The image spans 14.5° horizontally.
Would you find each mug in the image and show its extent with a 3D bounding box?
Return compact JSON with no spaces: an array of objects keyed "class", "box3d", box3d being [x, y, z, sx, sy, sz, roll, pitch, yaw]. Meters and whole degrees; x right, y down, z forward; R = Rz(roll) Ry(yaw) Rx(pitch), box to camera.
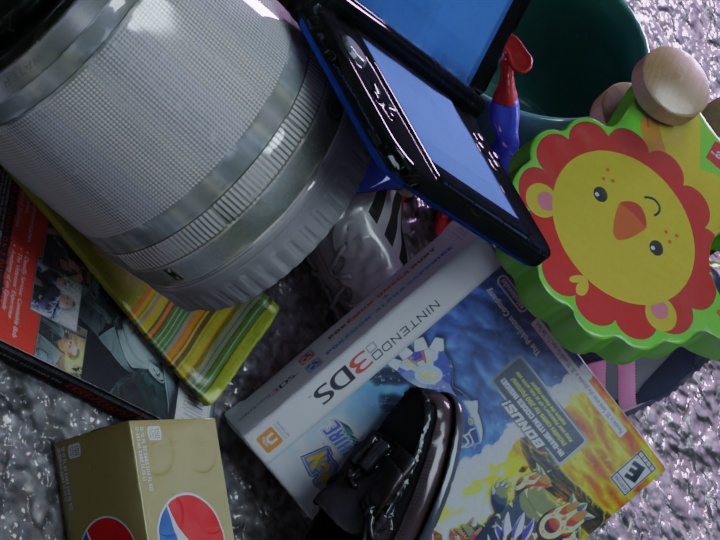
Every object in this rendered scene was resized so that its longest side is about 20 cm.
[{"class":"mug","box3d":[0.091,-0.122,1.782,0.152,0.114,0.185,5,48,-15]}]

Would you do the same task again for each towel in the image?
[{"class":"towel","box3d":[-0.123,-0.023,1.558,0.200,0.018,0.086,51,44,-22]}]

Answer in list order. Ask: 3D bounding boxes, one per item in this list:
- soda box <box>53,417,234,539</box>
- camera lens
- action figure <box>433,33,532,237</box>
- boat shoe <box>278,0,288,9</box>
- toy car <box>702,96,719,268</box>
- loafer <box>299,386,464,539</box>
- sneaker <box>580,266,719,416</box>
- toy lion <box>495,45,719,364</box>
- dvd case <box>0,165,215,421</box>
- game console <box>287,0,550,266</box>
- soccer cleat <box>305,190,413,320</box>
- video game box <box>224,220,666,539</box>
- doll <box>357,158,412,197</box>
[{"class":"soda box","box3d":[-0.105,0.182,1.502,0.068,0.064,0.200,2,74,-49]},{"class":"camera lens","box3d":[-0.110,-0.095,1.468,0.200,0.160,0.160,42,48,-27]},{"class":"action figure","box3d":[0.074,-0.048,1.690,0.200,0.065,0.052,86,-11,-46]},{"class":"boat shoe","box3d":[-0.014,-0.163,1.661,0.066,0.074,0.200,2,42,-37]},{"class":"toy car","box3d":[0.258,-0.070,1.890,0.158,0.200,0.164,7,71,-59]},{"class":"loafer","box3d":[-0.007,0.152,1.570,0.063,0.072,0.200,24,92,-25]},{"class":"sneaker","box3d":[0.136,0.050,1.721,0.082,0.200,0.070,34,33,-35]},{"class":"toy lion","box3d":[0.176,-0.018,1.637,0.200,0.069,0.192,38,55,-9]},{"class":"dvd case","box3d":[-0.149,-0.001,1.551,0.200,0.022,0.146,28,56,-38]},{"class":"game console","box3d":[0.061,-0.119,1.500,0.200,0.118,0.171,28,29,-59]},{"class":"soccer cleat","box3d":[0.000,0.000,1.692,0.085,0.069,0.200,6,68,-38]},{"class":"video game box","box3d":[0.052,0.100,1.643,0.182,0.047,0.200,-40,113,-1]},{"class":"doll","box3d":[-0.060,-0.086,1.636,0.200,0.048,0.137,2,57,-30]}]
